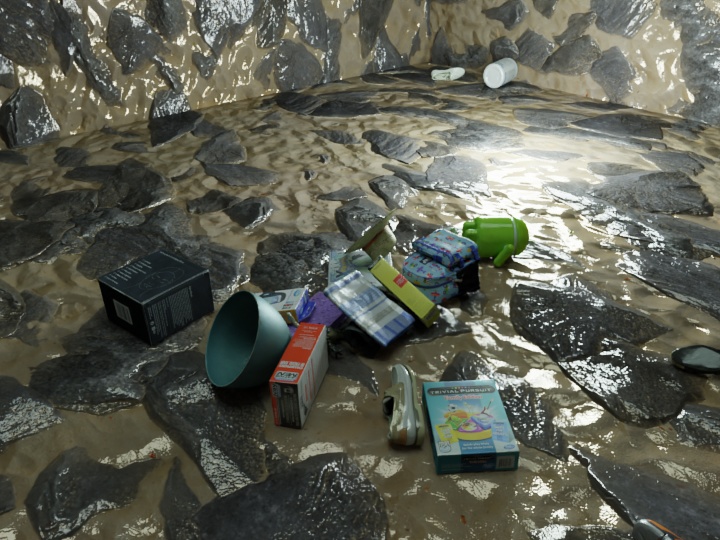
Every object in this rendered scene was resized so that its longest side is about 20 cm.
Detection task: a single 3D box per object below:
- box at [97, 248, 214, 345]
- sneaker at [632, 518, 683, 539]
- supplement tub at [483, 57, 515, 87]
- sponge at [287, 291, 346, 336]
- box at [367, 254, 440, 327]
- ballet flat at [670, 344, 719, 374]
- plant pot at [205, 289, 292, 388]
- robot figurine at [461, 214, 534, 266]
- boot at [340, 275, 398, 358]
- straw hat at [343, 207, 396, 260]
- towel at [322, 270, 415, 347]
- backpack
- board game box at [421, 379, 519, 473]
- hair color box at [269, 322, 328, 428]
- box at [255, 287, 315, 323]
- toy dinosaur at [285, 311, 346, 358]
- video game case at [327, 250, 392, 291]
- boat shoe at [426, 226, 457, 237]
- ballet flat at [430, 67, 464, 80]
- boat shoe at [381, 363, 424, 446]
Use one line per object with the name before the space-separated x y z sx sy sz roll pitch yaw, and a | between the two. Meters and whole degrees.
box | -0.502 0.059 1.583 0.197 0.126 0.195 20 37 35
sneaker | 0.505 0.434 0.938 0.110 0.079 0.200 -17 43 -33
supplement tub | 0.783 -1.106 3.578 0.130 0.135 0.199 18 34 31
sponge | -0.109 0.120 1.555 0.110 0.030 0.200 15 33 26
box | 0.105 0.050 1.559 0.050 0.075 0.200 -45 59 -3
ballet flat | 0.770 0.201 1.368 0.196 0.057 0.068 3 57 19
plant pot | -0.220 0.160 1.359 0.133 0.203 0.200 24 11 -38
robot figurine | 0.390 -0.097 1.826 0.195 0.118 0.177 -2 35 -1
boot | -0.005 0.104 1.514 0.162 0.067 0.201 22 35 6
straw hat | 0.052 -0.079 1.789 0.085 0.201 0.201 49 41 -1
towel | 0.021 0.084 1.478 0.199 0.024 0.146 40 36 17
backpack | 0.190 -0.001 1.651 0.197 0.137 0.182 -23 34 -28
board game box | 0.203 0.291 1.219 0.147 0.048 0.201 -2 30 -2
hair color box | -0.122 0.210 1.312 0.062 0.113 0.201 4 29 11
box | -0.211 0.091 1.558 0.195 0.042 0.119 -9 22 13
toy dinosaur | -0.081 0.147 1.443 0.198 0.048 0.088 21 20 -43
video game case | 0.000 0.000 1.769 0.178 0.022 0.201 -2 29 -1
boat shoe | 0.209 -0.066 1.845 0.070 0.071 0.200 -3 24 41
ballet flat | 0.507 -1.135 3.725 0.195 0.071 0.070 1 29 13
boat shoe | 0.076 0.256 1.258 0.067 0.076 0.201 1 30 -8
